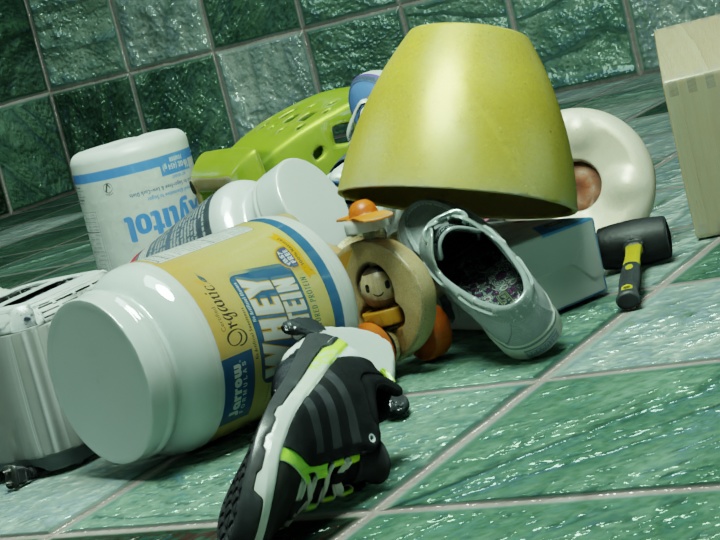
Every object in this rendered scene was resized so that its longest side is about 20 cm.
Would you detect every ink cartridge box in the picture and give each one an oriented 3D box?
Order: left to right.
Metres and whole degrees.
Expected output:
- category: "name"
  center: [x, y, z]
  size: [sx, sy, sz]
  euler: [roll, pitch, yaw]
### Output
- category: "ink cartridge box"
  center: [0.100, 0.003, 1.495]
  size: [0.115, 0.068, 0.200]
  euler: [-19, 10, -32]

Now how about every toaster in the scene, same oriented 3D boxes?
- category: "toaster"
  center: [-0.247, 0.080, 1.368]
  size: [0.113, 0.130, 0.200]
  euler: [-11, 9, 26]

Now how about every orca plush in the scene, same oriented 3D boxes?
- category: "orca plush"
  center: [-0.026, 0.098, 1.208]
  size: [0.105, 0.071, 0.200]
  euler: [30, 19, -7]

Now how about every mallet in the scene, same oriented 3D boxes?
- category: "mallet"
  center: [0.218, -0.002, 1.460]
  size: [0.066, 0.041, 0.200]
  euler: [-10, 14, 20]

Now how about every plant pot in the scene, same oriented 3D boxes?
- category: "plant pot"
  center: [-0.056, -0.065, 1.792]
  size: [0.181, 0.200, 0.200]
  euler: [-23, 11, -20]
- category: "plant pot"
  center: [0.086, -0.125, 1.445]
  size: [0.199, 0.143, 0.200]
  euler: [5, -4, 0]

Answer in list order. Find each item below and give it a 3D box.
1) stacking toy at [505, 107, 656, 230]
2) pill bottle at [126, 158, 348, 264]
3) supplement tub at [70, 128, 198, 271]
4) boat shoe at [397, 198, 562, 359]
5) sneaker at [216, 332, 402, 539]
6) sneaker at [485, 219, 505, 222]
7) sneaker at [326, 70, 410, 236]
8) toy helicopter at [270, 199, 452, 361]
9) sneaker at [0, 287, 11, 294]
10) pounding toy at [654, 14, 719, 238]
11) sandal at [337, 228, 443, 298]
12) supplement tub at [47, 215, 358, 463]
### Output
- category: "stacking toy"
  center: [0.219, -0.069, 1.685]
  size: [0.145, 0.147, 0.200]
  euler: [-12, -9, 13]
- category: "pill bottle"
  center: [-0.108, -0.009, 1.535]
  size: [0.200, 0.120, 0.119]
  euler: [-36, -4, 32]
- category: "supplement tub"
  center: [-0.229, -0.044, 1.890]
  size: [0.131, 0.201, 0.132]
  euler: [-14, 9, 2]
- category: "boat shoe"
  center: [0.084, -0.012, 1.334]
  size: [0.070, 0.072, 0.201]
  euler: [-36, 42, -6]
- category: "sneaker"
  center: [-0.020, 0.104, 1.032]
  size: [0.083, 0.072, 0.200]
  euler: [26, 35, 1]
- category: "sneaker"
  center: [0.095, -0.038, 1.686]
  size: [0.199, 0.096, 0.079]
  euler: [-19, 8, -38]
- category: "sneaker"
  center: [0.003, -0.108, 1.609]
  size: [0.146, 0.081, 0.200]
  euler: [-13, 51, -32]
- category: "toy helicopter"
  center: [-0.014, -0.006, 1.374]
  size: [0.079, 0.133, 0.200]
  euler: [-20, 33, -37]
- category: "sneaker"
  center: [-0.269, 0.071, 1.531]
  size: [0.088, 0.076, 0.200]
  euler: [9, -12, 28]
- category: "pounding toy"
  center: [0.366, -0.130, 1.630]
  size: [0.142, 0.201, 0.184]
  euler: [-12, 23, 12]
- category: "sandal"
  center: [0.000, 0.005, 1.459]
  size: [0.069, 0.078, 0.211]
  euler: [18, -32, -33]
- category: "supplement tub"
  center: [-0.115, 0.051, 1.288]
  size: [0.200, 0.145, 0.144]
  euler: [-22, 12, -41]
